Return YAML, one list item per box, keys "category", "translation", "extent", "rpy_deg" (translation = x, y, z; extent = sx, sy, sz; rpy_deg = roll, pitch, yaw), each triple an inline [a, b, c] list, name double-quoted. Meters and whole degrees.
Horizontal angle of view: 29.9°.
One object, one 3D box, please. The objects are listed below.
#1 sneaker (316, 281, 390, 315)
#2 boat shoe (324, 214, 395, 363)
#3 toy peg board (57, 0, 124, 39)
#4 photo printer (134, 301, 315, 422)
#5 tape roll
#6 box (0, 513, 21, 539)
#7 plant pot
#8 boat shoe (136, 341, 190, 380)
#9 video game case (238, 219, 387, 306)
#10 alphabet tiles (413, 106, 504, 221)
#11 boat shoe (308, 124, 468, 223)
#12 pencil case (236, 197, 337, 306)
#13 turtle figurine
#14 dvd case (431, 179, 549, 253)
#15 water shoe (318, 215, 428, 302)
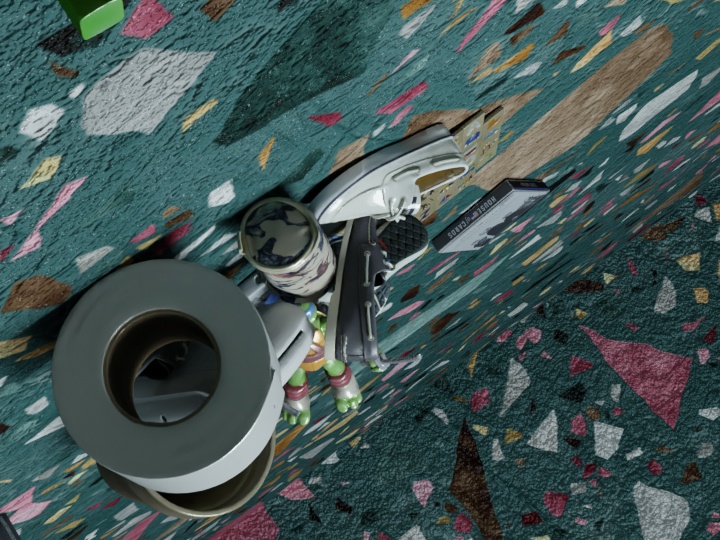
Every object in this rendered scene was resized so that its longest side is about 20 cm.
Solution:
- category: "sneaker"
  translation: [-0.049, 0.056, 1.677]
  extent: [0.200, 0.078, 0.086]
  rpy_deg: [-31, -179, 13]
- category: "boat shoe"
  translation: [0.007, 0.007, 1.461]
  extent: [0.073, 0.062, 0.201]
  rpy_deg: [83, 17, -66]
- category: "toy peg board"
  translation: [-0.086, -0.209, 0.580]
  extent: [0.200, 0.098, 0.199]
  rpy_deg: [-34, 168, -13]
- category: "photo printer"
  translation: [-0.149, 0.108, 1.442]
  extent: [0.200, 0.070, 0.166]
  rpy_deg: [-13, -154, 46]
- category: "tape roll"
  translation: [-0.177, 0.103, 1.267]
  extent: [0.202, 0.203, 0.139]
  rpy_deg: [-34, 168, -8]
- category: "box"
  translation: [-0.515, 0.412, 1.691]
  extent: [0.200, 0.122, 0.106]
  rpy_deg: [-25, 164, -44]
- category: "plant pot"
  translation: [-0.229, 0.204, 1.601]
  extent: [0.200, 0.201, 0.173]
  rpy_deg: [-26, 180, -40]
- category: "boat shoe"
  translation: [-0.214, 0.084, 1.415]
  extent: [0.200, 0.068, 0.072]
  rpy_deg: [-31, 167, -39]
- category: "video game case"
  translation: [-0.055, -0.010, 1.605]
  extent: [0.182, 0.024, 0.200]
  rpy_deg: [-39, 167, 13]
- category: "alphabet tiles"
  translation: [0.104, -0.119, 1.619]
  extent: [0.166, 0.006, 0.200]
  rpy_deg: [-38, 165, -11]
- category: "boat shoe"
  translation: [0.035, -0.088, 1.443]
  extent: [0.200, 0.070, 0.071]
  rpy_deg: [-29, 166, -33]
- category: "pencil case"
  translation: [-0.075, -0.017, 1.386]
  extent: [0.089, 0.078, 0.200]
  rpy_deg: [-22, 168, 0]
- category: "turtle figurine"
  translation: [-0.045, 0.130, 1.555]
  extent: [0.144, 0.200, 0.194]
  rpy_deg: [-45, 155, -20]
- category: "dvd case"
  translation: [0.200, -0.082, 2.040]
  extent: [0.150, 0.025, 0.200]
  rpy_deg: [-40, 167, 19]
- category: "water shoe"
  translation: [0.000, 0.000, 1.572]
  extent: [0.200, 0.072, 0.079]
  rpy_deg: [-25, 166, -40]
